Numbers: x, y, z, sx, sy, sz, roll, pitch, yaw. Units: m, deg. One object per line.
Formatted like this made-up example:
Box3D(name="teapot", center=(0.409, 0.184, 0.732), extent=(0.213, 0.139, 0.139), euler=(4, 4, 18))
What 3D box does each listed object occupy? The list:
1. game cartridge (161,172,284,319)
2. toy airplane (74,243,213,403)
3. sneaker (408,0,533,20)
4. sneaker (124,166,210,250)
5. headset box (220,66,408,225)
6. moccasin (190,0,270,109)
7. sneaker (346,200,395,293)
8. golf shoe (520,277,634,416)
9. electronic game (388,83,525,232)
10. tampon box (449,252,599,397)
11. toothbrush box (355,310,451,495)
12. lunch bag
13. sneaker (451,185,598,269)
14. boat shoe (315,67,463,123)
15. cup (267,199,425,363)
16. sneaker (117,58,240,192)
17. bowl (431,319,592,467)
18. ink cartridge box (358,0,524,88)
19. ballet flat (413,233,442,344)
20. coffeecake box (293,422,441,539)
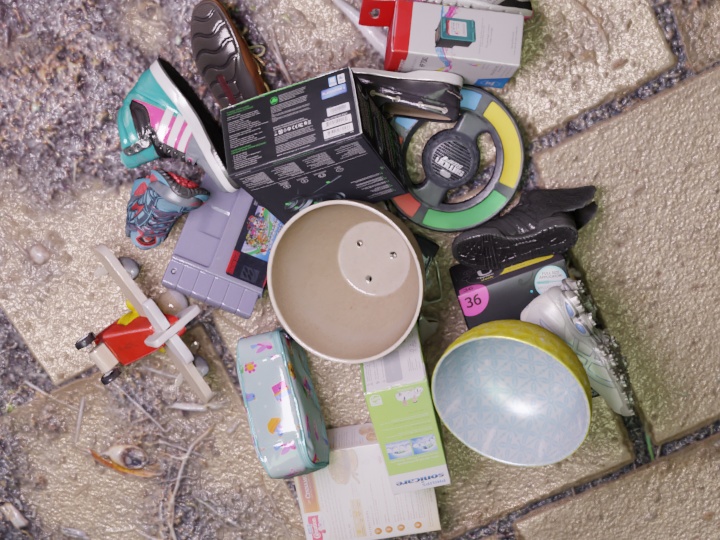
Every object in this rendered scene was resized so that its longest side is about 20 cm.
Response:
Box3D(name="game cartridge", center=(-0.166, -0.050, 1.401), extent=(0.128, 0.038, 0.202), euler=(20, 71, -4))
Box3D(name="toy airplane", center=(-0.275, 0.071, 1.440), extent=(0.198, 0.141, 0.201), euler=(24, 133, 17))
Box3D(name="sneaker", center=(0.128, -0.359, 1.335), extent=(0.197, 0.074, 0.089), euler=(7, 87, -15))
Box3D(name="sneaker", center=(-0.251, -0.069, 1.360), extent=(0.079, 0.200, 0.097), euler=(22, 79, -20))
Box3D(name="headset box", center=(-0.050, -0.142, 1.317), extent=(0.172, 0.200, 0.094), euler=(-16, 67, 16))
Box3D(name="moccasin", center=(-0.156, -0.253, 1.375), extent=(0.073, 0.078, 0.203), euler=(-22, 112, 22))
Box3D(name="sneaker", center=(-0.003, -0.005, 1.453), extent=(0.092, 0.070, 0.202), euler=(0, 111, -7))
Box3D(name="golf shoe", center=(0.280, 0.109, 1.373), extent=(0.097, 0.078, 0.201), euler=(-27, 102, 24))
Box3D(name="electronic game", center=(0.121, -0.148, 1.423), extent=(0.197, 0.042, 0.202), euler=(0, 109, -1))
Box3D(name="tampon box", center=(0.224, 0.079, 1.454), extent=(0.148, 0.126, 0.202), euler=(-20, 107, 5))
Box3D(name="toothbrush box", center=(0.057, 0.171, 1.413), extent=(0.085, 0.146, 0.201), euler=(-13, 129, 5))
Box3D(name="lunch bag", center=(-0.101, 0.177, 1.450), extent=(0.076, 0.160, 0.202), euler=(-17, 77, 9))
Box3D(name="sneaker", center=(0.219, -0.062, 1.420), extent=(0.197, 0.105, 0.060), euler=(-9, 125, 11))
Box3D(name="boat shoe", center=(0.032, -0.219, 1.365), extent=(0.197, 0.074, 0.061), euler=(4, 82, 9))
Box3D(name="cup", center=(0.000, 0.000, 1.350), extent=(0.198, 0.143, 0.203), euler=(4, 104, 17))
Box3D(name="sneaker", center=(-0.246, -0.159, 1.378), extent=(0.120, 0.084, 0.201), euler=(-37, 79, 13))
Box3D(name="bowl", center=(0.195, 0.131, 1.315), extent=(0.198, 0.108, 0.202), euler=(13, 128, 17))
Box3D(name="ink cartridge box", center=(0.094, -0.283, 1.332), extent=(0.197, 0.116, 0.068), euler=(6, 86, -2))
Box3D(name="ballet flat", center=(0.078, 0.050, 1.475), extent=(0.072, 0.073, 0.202), euler=(5, 106, -2))
Box3D(name="coffeecake box", center=(0.008, 0.308, 1.555), extent=(0.197, 0.073, 0.155), euler=(-9, 109, 2))
